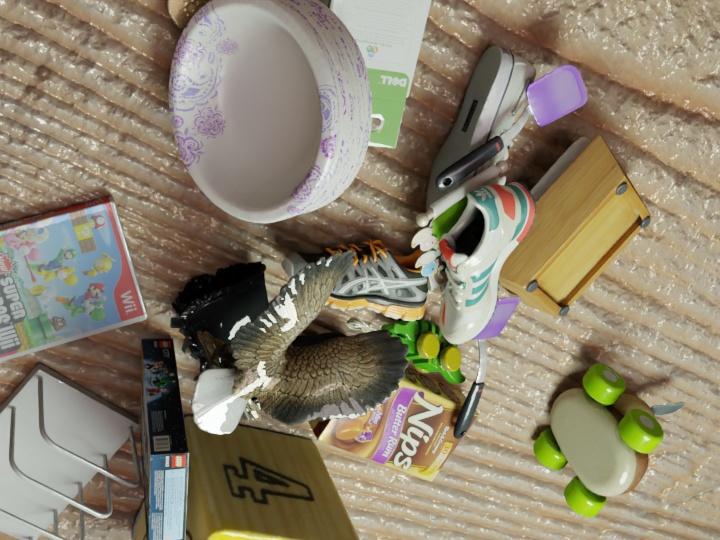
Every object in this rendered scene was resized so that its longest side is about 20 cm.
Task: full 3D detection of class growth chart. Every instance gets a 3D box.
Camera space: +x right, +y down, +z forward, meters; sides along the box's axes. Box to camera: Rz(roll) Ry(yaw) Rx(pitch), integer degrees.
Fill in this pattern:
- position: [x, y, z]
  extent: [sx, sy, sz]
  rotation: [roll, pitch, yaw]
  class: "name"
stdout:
- position: [0.121, -0.036, 0.984]
  extent: [0.144, 0.018, 0.201]
  rotation: [-39, 148, -12]
  class: "growth chart"

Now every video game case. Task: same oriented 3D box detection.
- position: [-0.331, 0.015, 0.882]
  extent: [0.197, 0.017, 0.145]
  rotation: [-16, 122, -13]
  class: "video game case"

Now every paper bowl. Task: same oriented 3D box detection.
- position: [-0.074, -0.152, 0.798]
  extent: [0.104, 0.199, 0.204]
  rotation: [-21, 131, -51]
  class: "paper bowl"

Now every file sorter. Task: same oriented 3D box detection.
- position: [-0.351, 0.237, 0.932]
  extent: [0.200, 0.125, 0.138]
  rotation: [-46, 123, 8]
  class: "file sorter"

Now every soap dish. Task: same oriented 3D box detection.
- position: [0.247, -0.043, 1.020]
  extent: [0.200, 0.081, 0.157]
  rotation: [-48, 144, 8]
  class: "soap dish"

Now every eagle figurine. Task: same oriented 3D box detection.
- position: [-0.072, 0.079, 0.871]
  extent: [0.197, 0.154, 0.151]
  rotation: [-16, 161, 26]
  class: "eagle figurine"

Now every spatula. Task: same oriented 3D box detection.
- position: [0.157, -0.147, 0.915]
  extent: [0.199, 0.021, 0.057]
  rotation: [-38, 125, -11]
  class: "spatula"
- position: [0.146, 0.122, 1.066]
  extent: [0.056, 0.020, 0.203]
  rotation: [-3, 115, -37]
  class: "spatula"

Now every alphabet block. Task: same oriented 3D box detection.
- position: [-0.140, 0.319, 1.016]
  extent: [0.194, 0.200, 0.197]
  rotation: [15, 111, -28]
  class: "alphabet block"

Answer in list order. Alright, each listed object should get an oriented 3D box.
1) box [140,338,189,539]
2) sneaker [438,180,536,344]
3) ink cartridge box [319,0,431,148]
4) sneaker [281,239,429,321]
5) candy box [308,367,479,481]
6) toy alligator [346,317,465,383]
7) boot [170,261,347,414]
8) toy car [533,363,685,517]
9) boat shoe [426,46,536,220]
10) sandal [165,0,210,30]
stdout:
- position: [-0.210, 0.184, 0.913]
  extent: [0.037, 0.201, 0.139]
  rotation: [-1, 119, -16]
  class: "box"
- position: [0.111, -0.006, 0.934]
  extent: [0.092, 0.070, 0.202]
  rotation: [-3, 127, -37]
  class: "sneaker"
- position: [0.003, -0.231, 0.857]
  extent: [0.102, 0.059, 0.203]
  rotation: [2, 116, -23]
  class: "ink cartridge box"
- position: [0.000, 0.000, 0.978]
  extent: [0.198, 0.078, 0.078]
  rotation: [10, 112, -37]
  class: "sneaker"
- position: [0.043, 0.185, 1.104]
  extent: [0.198, 0.057, 0.118]
  rotation: [26, 104, -33]
  class: "candy box"
- position: [0.064, 0.080, 1.059]
  extent: [0.199, 0.059, 0.055]
  rotation: [31, 63, -33]
  class: "toy alligator"
- position: [-0.107, 0.067, 0.974]
  extent: [0.195, 0.073, 0.165]
  rotation: [-20, 117, -13]
  class: "boot"
- position: [0.376, 0.235, 1.221]
  extent: [0.198, 0.159, 0.166]
  rotation: [3, 129, -36]
  class: "toy car"
- position: [0.137, -0.141, 0.959]
  extent: [0.069, 0.071, 0.203]
  rotation: [14, 104, -25]
  class: "boat shoe"
- position: [-0.099, -0.301, 0.771]
  extent: [0.077, 0.070, 0.213]
  rotation: [30, 103, -32]
  class: "sandal"
